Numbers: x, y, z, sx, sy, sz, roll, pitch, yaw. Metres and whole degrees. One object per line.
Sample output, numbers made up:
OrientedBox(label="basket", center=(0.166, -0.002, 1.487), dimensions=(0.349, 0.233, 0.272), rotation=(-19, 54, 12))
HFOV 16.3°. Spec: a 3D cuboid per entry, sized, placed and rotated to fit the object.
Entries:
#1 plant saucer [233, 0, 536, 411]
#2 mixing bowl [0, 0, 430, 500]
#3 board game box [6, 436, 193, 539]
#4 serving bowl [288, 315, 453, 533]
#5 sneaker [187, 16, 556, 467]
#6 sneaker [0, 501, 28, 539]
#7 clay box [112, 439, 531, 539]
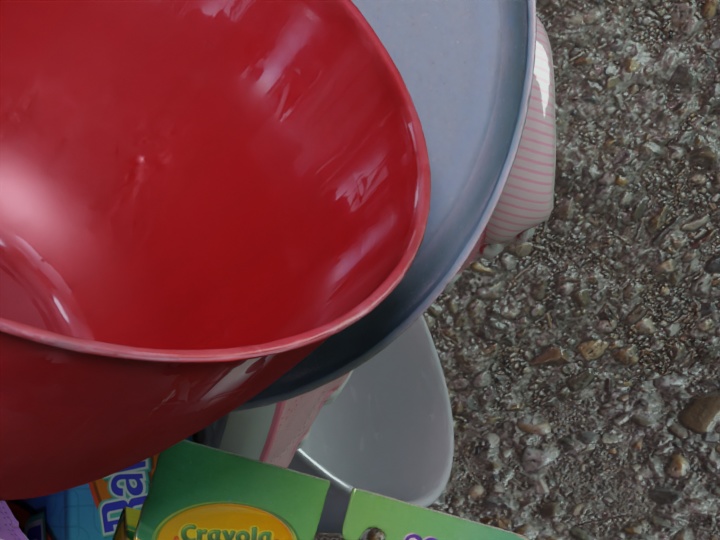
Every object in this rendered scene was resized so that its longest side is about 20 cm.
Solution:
OrientedBox(label="plant saucer", center=(-0.041, -0.062, 0.681), dimensions=(0.027, 0.200, 0.201), rotation=(0, 73, -64))
OrientedBox(label="mixing bowl", center=(-0.094, -0.019, 0.604), dimensions=(0.108, 0.200, 0.200), rotation=(-58, -145, 36))
OrientedBox(label="board game box", center=(-0.099, 0.043, 0.797), dimensions=(0.152, 0.045, 0.201), rotation=(-8, -96, 64))
OrientedBox(label="serving bowl", center=(-0.049, 0.013, 0.919), dimensions=(0.200, 0.066, 0.200), rotation=(47, 24, -29))
OrientedBox(label="sneaker", center=(0.000, 0.000, 0.762), dimensions=(0.075, 0.104, 0.201), rotation=(56, -45, 48))
OrientedBox(label="sneaker", center=(-0.124, 0.059, 0.655), dimensions=(0.200, 0.073, 0.115), rotation=(-167, -120, -73))
OrientedBox(label="clay box", center=(-0.030, 0.151, 0.681), dimensions=(0.048, 0.115, 0.200), rotation=(-140, -113, -81))
